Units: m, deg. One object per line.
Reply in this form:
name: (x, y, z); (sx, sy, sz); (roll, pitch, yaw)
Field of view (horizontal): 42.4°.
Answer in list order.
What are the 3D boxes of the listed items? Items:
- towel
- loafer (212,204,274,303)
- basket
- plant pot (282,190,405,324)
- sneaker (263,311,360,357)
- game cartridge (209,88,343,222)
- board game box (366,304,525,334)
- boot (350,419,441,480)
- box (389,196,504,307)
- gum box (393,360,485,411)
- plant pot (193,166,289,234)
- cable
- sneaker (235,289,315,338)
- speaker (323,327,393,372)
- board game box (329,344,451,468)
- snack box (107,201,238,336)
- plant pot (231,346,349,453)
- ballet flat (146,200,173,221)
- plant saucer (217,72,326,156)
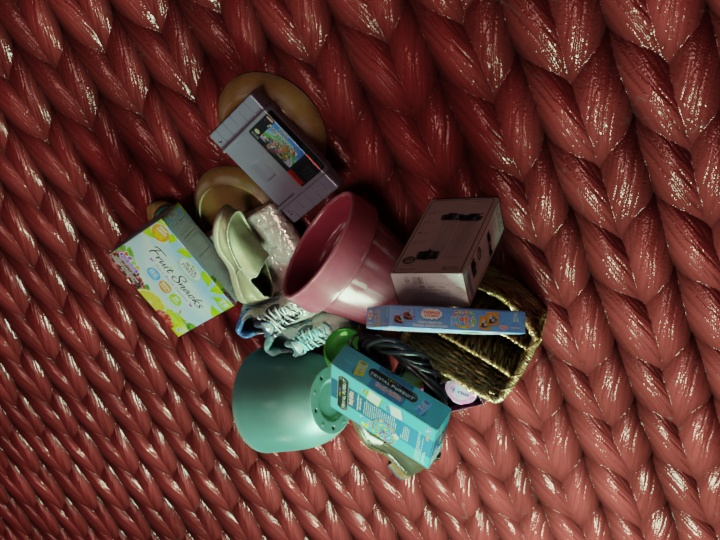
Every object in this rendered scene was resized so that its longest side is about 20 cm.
towel: (-0.162, -0.013, 1.638); (0.190, 0.032, 0.200); (-19, 115, 37)
loafer: (-0.192, -0.027, 1.576); (0.068, 0.076, 0.201); (5, 134, 23)
basket: (0.188, 0.088, 1.489); (0.199, 0.149, 0.143); (32, 134, 3)
plant pot: (0.000, 0.000, 1.505); (0.178, 0.201, 0.200); (31, 136, -20)
sneaker: (-0.089, 0.119, 1.664); (0.199, 0.086, 0.078); (-15, 117, 35)
game cartridge: (-0.134, -0.180, 1.478); (0.200, 0.038, 0.129); (46, 136, -11)
board game box: (0.121, 0.073, 1.359); (0.198, 0.037, 0.151); (3, 176, -12)
boot: (0.068, 0.317, 1.796); (0.097, 0.075, 0.200); (-29, 117, 27)
box: (0.134, -0.031, 1.388); (0.116, 0.200, 0.060); (-1, 126, 26)
gum box: (0.135, 0.192, 1.622); (0.199, 0.114, 0.066); (-21, 114, 38)
plant pot: (-0.213, -0.091, 1.643); (0.199, 0.028, 0.201); (14, 130, 17)
cable: (0.075, 0.173, 1.504); (0.163, 0.051, 0.200); (-9, 123, 51)
sneaker: (-0.140, 0.079, 1.622); (0.199, 0.085, 0.077); (-20, 116, 38)
speaker: (0.002, 0.174, 1.649); (0.088, 0.089, 0.200); (6, 155, 24)
board game box: (0.044, 0.221, 1.503); (0.199, 0.047, 0.151); (31, 149, 17)
snack box: (-0.327, 0.001, 1.666); (0.168, 0.068, 0.200); (-26, 110, 36)
plant pot: (-0.111, 0.239, 1.720); (0.160, 0.201, 0.201); (-5, 123, 37)
ballet flat: (-0.341, -0.045, 1.734); (0.063, 0.068, 0.201); (22, 137, 50)
plant saucer: (-0.152, -0.220, 1.502); (0.199, 0.036, 0.201); (14, 131, 17)
